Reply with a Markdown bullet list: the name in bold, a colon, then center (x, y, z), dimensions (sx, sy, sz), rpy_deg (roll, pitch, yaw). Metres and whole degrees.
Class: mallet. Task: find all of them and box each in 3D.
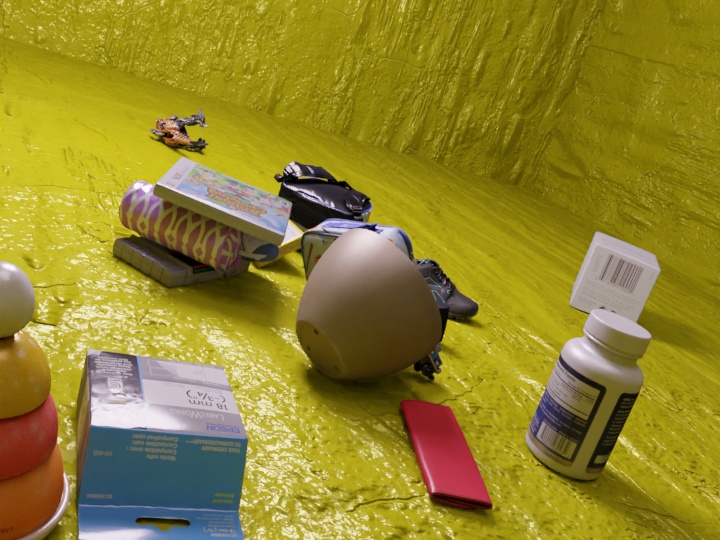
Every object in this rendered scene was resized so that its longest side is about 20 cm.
- **mallet**: center (0.052, 0.060, 1.245), dimensions (0.196, 0.067, 0.041), rpy_deg (19, 14, -2)

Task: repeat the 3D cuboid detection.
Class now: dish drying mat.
- **dish drying mat**: center (0.097, 0.215, 0.898), dimensions (0.075, 0.019, 0.201), rpy_deg (16, 18, -12)

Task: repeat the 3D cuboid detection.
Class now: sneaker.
- **sneaker**: center (-0.219, -0.082, 1.228), dimensions (0.196, 0.090, 0.075), rpy_deg (22, 11, -5)
- **sneaker**: center (0.138, 0.027, 1.428), dimensions (0.197, 0.081, 0.075), rpy_deg (24, 17, 7)

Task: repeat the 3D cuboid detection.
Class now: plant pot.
- **plant pot**: center (-0.009, 0.066, 0.996), dimensions (0.134, 0.203, 0.199), rpy_deg (-36, 50, -29)

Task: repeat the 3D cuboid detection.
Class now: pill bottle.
- **pill bottle**: center (0.302, 0.159, 0.986), dimensions (0.109, 0.204, 0.111), rpy_deg (18, 16, -5)

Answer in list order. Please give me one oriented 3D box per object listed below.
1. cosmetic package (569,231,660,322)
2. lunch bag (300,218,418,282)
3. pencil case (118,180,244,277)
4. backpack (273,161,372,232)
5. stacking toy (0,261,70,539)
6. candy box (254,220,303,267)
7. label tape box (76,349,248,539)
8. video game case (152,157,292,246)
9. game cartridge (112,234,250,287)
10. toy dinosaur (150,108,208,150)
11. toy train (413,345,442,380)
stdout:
- **cosmetic package**: center (0.627, 0.022, 1.858), dimensions (0.162, 0.168, 0.200), rpy_deg (24, 17, 13)
- **lunch bag**: center (0.000, 0.000, 1.143), dimensions (0.197, 0.164, 0.075), rpy_deg (9, 25, 40)
- **pencil case**: center (-0.268, -0.066, 1.137), dimensions (0.197, 0.085, 0.086), rpy_deg (26, -17, 12)
- **backpack**: center (-0.066, -0.114, 1.506), dimensions (0.198, 0.156, 0.190), rpy_deg (32, 26, 14)
- **stacking toy**: center (-0.268, 0.089, 0.543), dimensions (0.143, 0.204, 0.146), rpy_deg (18, 16, -5)
- **candy box**: center (-0.184, -0.076, 1.386), dimensions (0.101, 0.027, 0.200), rpy_deg (-27, 37, -17)
- **label tape box**: center (-0.180, 0.154, 0.684), dimensions (0.141, 0.064, 0.200), rpy_deg (11, 18, -25)
- **video game case**: center (-0.203, -0.110, 1.152), dimensions (0.196, 0.022, 0.183), rpy_deg (22, 18, -9)
- **game cartridge**: center (-0.275, -0.024, 1.190), dimensions (0.128, 0.039, 0.199), rpy_deg (22, 16, 22)
- **toy dinosaur**: center (-0.466, -0.349, 1.934), dimensions (0.133, 0.103, 0.201), rpy_deg (-7, 47, -28)
- **toy train**: center (0.071, 0.069, 1.070), dimensions (0.045, 0.203, 0.034), rpy_deg (-33, 22, -20)
